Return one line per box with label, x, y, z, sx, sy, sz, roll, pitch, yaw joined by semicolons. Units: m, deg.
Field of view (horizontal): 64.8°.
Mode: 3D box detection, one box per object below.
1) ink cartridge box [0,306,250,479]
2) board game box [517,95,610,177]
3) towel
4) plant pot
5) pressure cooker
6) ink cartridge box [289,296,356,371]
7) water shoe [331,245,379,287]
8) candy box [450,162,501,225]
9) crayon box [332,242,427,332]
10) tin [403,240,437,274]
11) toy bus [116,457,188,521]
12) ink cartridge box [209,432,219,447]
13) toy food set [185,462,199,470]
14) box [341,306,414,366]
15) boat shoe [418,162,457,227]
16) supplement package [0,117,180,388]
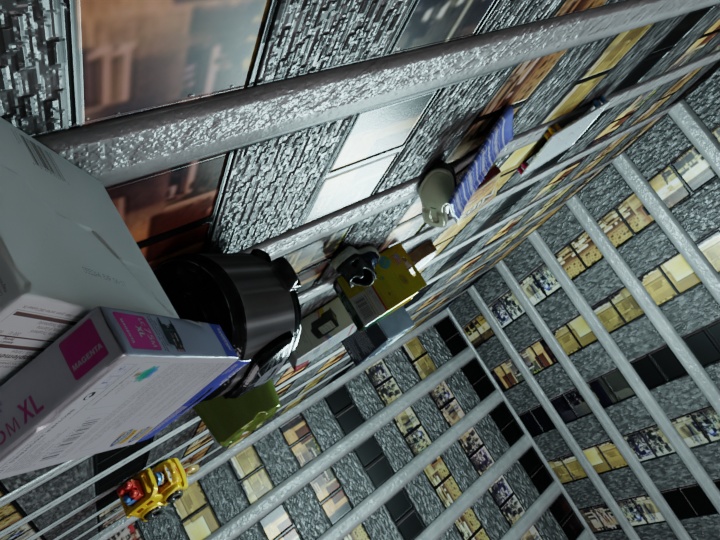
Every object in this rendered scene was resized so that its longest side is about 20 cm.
ink cartridge box;-0.163;0.084;0.406;0.118;0.042;0.200;-38;165;2
board game box;0.505;-0.335;1.430;0.196;0.026;0.201;-32;168;-18
towel;0.226;-0.193;1.051;0.204;0.023;0.145;-58;165;2
plant pot;-0.234;0.189;0.989;0.196;0.193;0.201;-32;168;-7
pressure cooker;-0.170;0.064;0.743;0.169;0.187;0.199;3;-177;22
ink cartridge box;-0.107;0.162;1.479;0.196;0.084;0.146;-31;167;-18
water shoe;0.000;0.000;1.178;0.071;0.080;0.199;-38;168;19
candy box;0.245;-0.174;1.251;0.114;0.056;0.200;-36;167;4
crayon box;0.047;0.037;1.329;0.196;0.129;0.051;-28;168;-24
tin;0.133;-0.009;1.608;0.198;0.043;0.112;-38;163;8
toy bus;-0.696;0.710;1.860;0.197;0.137;0.193;-36;152;-4
ink cartridge box;-0.384;0.481;1.874;0.198;0.084;0.145;-37;167;9
toy food set;-0.783;0.878;2.381;0.195;0.049;0.200;-36;168;2
box;0.063;0.226;2.087;0.197;0.126;0.197;-46;164;34
boat shoe;0.153;-0.156;1.096;0.201;0.069;0.070;78;32;-69
supplement package;-0.231;0.000;0.374;0.109;0.158;0.200;-35;168;-3
